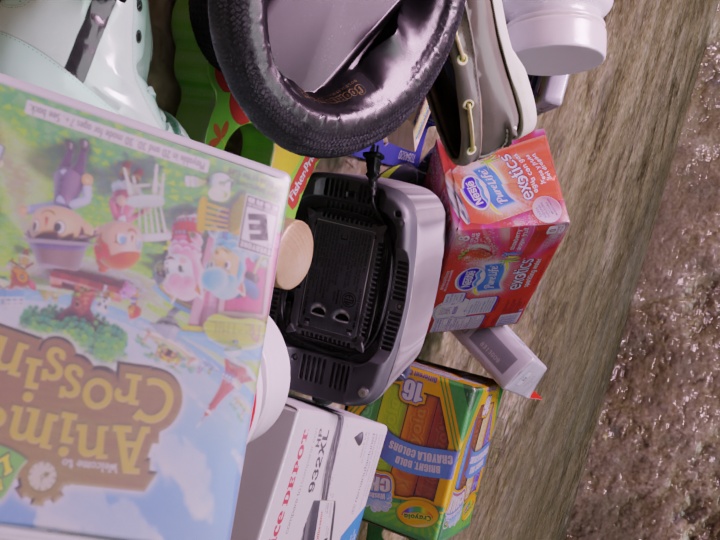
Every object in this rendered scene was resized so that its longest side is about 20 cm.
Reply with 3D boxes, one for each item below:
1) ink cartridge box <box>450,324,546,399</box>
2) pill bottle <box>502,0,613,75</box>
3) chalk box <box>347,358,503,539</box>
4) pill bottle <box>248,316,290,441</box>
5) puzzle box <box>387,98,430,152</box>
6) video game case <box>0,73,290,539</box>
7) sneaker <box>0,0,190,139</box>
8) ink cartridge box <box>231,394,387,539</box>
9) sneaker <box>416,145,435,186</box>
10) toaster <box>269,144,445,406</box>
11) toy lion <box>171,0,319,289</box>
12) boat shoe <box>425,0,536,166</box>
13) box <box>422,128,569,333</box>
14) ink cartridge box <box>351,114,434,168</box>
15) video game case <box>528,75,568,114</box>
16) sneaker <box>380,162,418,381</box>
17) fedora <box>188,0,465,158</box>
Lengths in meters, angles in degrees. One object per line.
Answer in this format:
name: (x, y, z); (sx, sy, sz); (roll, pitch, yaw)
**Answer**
ink cartridge box: (0.135, 0.062, 1.114); (0.047, 0.160, 0.200); (-46, 158, 8)
pill bottle: (0.183, -0.296, 0.996); (0.113, 0.112, 0.202); (17, 73, -68)
chalk box: (0.051, 0.193, 1.044); (0.124, 0.124, 0.202); (12, 92, -68)
pill bottle: (-0.122, 0.066, 0.557); (0.200, 0.113, 0.115); (-9, 112, -66)
puzzle box: (0.065, -0.195, 0.785); (0.133, 0.025, 0.201); (27, 84, -85)
video game case: (-0.131, 0.018, 0.427); (0.199, 0.022, 0.183); (17, 74, -30)
sneaker: (-0.104, -0.083, 0.533); (0.200, 0.073, 0.119); (21, 85, -57)
ink cartridge box: (-0.064, 0.170, 0.806); (0.200, 0.083, 0.146); (31, 76, -67)
sneaker: (0.099, -0.099, 1.031); (0.200, 0.077, 0.087); (95, 14, -67)
toaster: (0.000, 0.000, 0.814); (0.129, 0.113, 0.202); (-19, 120, -70)
toy lion: (-0.063, -0.116, 0.664); (0.201, 0.068, 0.192); (-66, 150, -20)
boat shoe: (0.053, -0.162, 0.672); (0.060, 0.072, 0.203); (-33, 118, -14)
box: (0.106, -0.029, 0.935); (0.200, 0.099, 0.096); (101, -19, -62)
ink cartridge box: (0.055, -0.188, 0.915); (0.199, 0.040, 0.202); (-3, 107, -67)
video game case: (0.211, -0.268, 1.141); (0.182, 0.022, 0.201); (-152, -102, -85)
sneaker: (0.029, 0.006, 0.925); (0.074, 0.080, 0.202); (-12, 115, -66)
fedora: (-0.027, -0.163, 0.578); (0.200, 0.091, 0.202); (-19, 116, -45)
